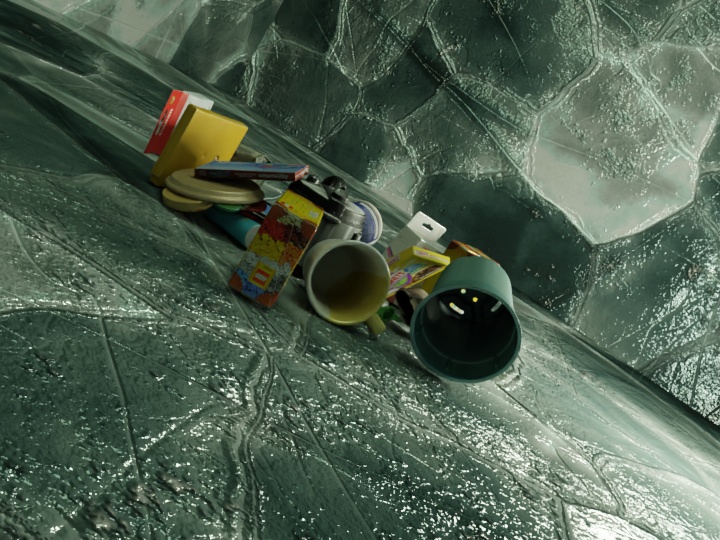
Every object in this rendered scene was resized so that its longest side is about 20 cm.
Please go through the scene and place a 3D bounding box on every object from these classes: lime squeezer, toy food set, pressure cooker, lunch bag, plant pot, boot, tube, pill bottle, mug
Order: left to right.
[{"bbox_3d":[-0.280,-0.151,1.506,0.198,0.049,0.200,7,18,-12],"label":"toy food set"},{"bbox_3d":[-0.265,-0.105,1.523,0.200,0.050,0.077,33,12,35],"label":"tube"},{"bbox_3d":[-0.303,-0.245,1.790,0.164,0.118,0.200,21,13,2],"label":"lunch bag"},{"bbox_3d":[-0.086,-0.097,1.555,0.176,0.200,0.179,34,11,31],"label":"pressure cooker"},{"bbox_3d":[-0.038,0.025,1.415,0.149,0.187,0.153,-6,13,-15],"label":"mug"},{"bbox_3d":[-0.043,-0.090,1.778,0.116,0.116,0.200,35,29,17],"label":"pill bottle"},{"bbox_3d":[0.035,0.077,1.571,0.200,0.038,0.071,32,-8,-12],"label":"lime squeezer"},{"bbox_3d":[0.147,0.117,1.569,0.146,0.070,0.200,19,29,-46],"label":"boot"},{"bbox_3d":[0.207,0.076,1.468,0.200,0.200,0.196,32,28,-2],"label":"plant pot"}]

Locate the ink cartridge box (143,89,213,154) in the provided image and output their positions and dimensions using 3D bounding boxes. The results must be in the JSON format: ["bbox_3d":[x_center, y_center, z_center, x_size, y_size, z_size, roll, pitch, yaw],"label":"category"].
[{"bbox_3d":[-0.416,-0.333,1.794,0.050,0.161,0.200,28,11,-2],"label":"ink cartridge box"}]

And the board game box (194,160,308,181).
[{"bbox_3d":[-0.210,-0.194,1.514,0.200,0.019,0.103,4,18,10],"label":"board game box"}]

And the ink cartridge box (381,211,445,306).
[{"bbox_3d":[0.116,-0.021,1.737,0.116,0.200,0.068,27,15,-44],"label":"ink cartridge box"}]

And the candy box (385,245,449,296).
[{"bbox_3d":[0.078,0.006,1.594,0.102,0.200,0.026,18,59,-35],"label":"candy box"}]

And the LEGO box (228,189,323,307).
[{"bbox_3d":[-0.134,-0.042,1.280,0.077,0.149,0.200,30,10,-6],"label":"LEGO box"}]

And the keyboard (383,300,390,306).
[{"bbox_3d":[0.034,0.064,1.680,0.056,0.011,0.200,33,11,3],"label":"keyboard"}]

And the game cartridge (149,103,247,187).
[{"bbox_3d":[-0.330,-0.242,1.588,0.032,0.176,0.200,36,11,19],"label":"game cartridge"}]

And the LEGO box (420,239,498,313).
[{"bbox_3d":[0.209,0.042,1.754,0.077,0.200,0.149,38,12,27],"label":"LEGO box"}]

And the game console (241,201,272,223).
[{"bbox_3d":[-0.179,-0.165,1.819,0.172,0.119,0.200,30,11,-12],"label":"game console"}]
